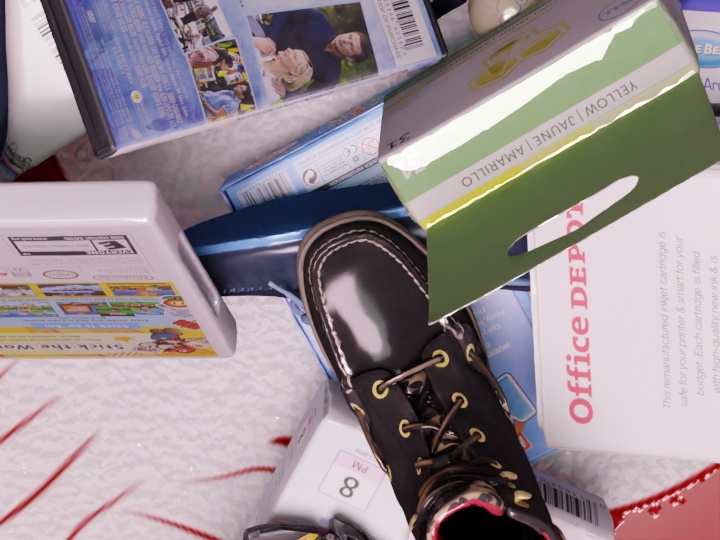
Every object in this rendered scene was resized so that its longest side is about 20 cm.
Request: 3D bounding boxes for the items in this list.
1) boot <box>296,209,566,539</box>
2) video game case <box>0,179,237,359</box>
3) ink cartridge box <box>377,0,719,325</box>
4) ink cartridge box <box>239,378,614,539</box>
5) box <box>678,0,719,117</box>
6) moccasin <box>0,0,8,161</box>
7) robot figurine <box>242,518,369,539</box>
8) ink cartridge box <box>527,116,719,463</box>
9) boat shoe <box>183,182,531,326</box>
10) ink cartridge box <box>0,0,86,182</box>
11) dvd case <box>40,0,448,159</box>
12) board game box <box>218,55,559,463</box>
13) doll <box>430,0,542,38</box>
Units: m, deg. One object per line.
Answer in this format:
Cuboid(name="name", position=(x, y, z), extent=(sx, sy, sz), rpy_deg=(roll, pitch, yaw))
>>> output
Cuboid(name="boot", position=(0.037, 0.079, 1.057), extent=(0.073, 0.151, 0.201), rpy_deg=(-23, 111, 2))
Cuboid(name="video game case", position=(-0.168, 0.003, 1.055), extent=(0.199, 0.182, 0.023), rpy_deg=(-1, 70, 8))
Cuboid(name="ink cartridge box", position=(0.078, -0.065, 1.028), extent=(0.145, 0.200, 0.048), rpy_deg=(-30, 107, 13))
Cuboid(name="ink cartridge box", position=(0.013, 0.172, 1.205), extent=(0.162, 0.057, 0.201), rpy_deg=(24, 110, -10))
Cuboid(name="box", position=(0.201, -0.053, 1.132), extent=(0.118, 0.041, 0.201), rpy_deg=(8, 112, 27))
Cuboid(name="moccasin", position=(-0.183, -0.125, 1.006), extent=(0.080, 0.068, 0.201), rpy_deg=(-10, 103, 8))
Cuboid(name="robot figurine", position=(-0.002, 0.208, 1.158), extent=(0.199, 0.058, 0.146), rpy_deg=(27, 100, -19))
Cuboid(name="ink cartridge box", position=(0.185, 0.009, 1.086), extent=(0.199, 0.086, 0.149), rpy_deg=(5, 112, 22))
Cuboid(name="boat shoe", position=(0.000, 0.000, 1.133), extent=(0.199, 0.084, 0.069), rpy_deg=(-7, 108, 9))
Cuboid(name="ink cartridge box", position=(-0.173, -0.128, 1.116), extent=(0.199, 0.145, 0.148), rpy_deg=(-30, 100, 11))
Cuboid(name="dvd case", position=(-0.058, -0.139, 1.040), extent=(0.018, 0.199, 0.144), rpy_deg=(-21, 88, 51))
Cuboid(name="board game box", position=(0.043, 0.008, 1.192), extent=(0.151, 0.037, 0.201), rpy_deg=(-27, 100, 11))
Cuboid(name="doll", position=(0.003, -0.168, 1.134), extent=(0.199, 0.048, 0.137), rpy_deg=(33, 84, -3))
